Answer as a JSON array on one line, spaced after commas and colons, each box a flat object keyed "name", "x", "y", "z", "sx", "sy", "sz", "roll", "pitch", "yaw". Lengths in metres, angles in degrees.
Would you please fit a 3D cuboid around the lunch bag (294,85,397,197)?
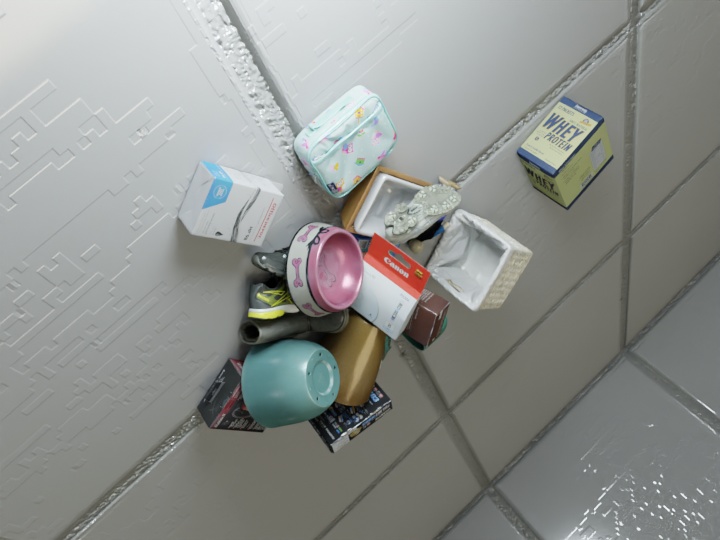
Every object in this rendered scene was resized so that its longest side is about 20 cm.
[{"name": "lunch bag", "x": -0.029, "y": -0.252, "z": 1.227, "sx": 0.200, "sy": 0.077, "sz": 0.161, "roll": -43, "pitch": 143, "yaw": -6}]

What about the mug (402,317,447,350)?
[{"name": "mug", "x": 0.154, "y": 0.117, "z": 1.694, "sx": 0.114, "sy": 0.184, "sz": 0.153, "roll": -39, "pitch": 118, "yaw": -13}]

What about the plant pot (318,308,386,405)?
[{"name": "plant pot", "x": -0.015, "y": 0.193, "z": 1.537, "sx": 0.184, "sy": 0.187, "sz": 0.202, "roll": 4, "pitch": 123, "yaw": -45}]

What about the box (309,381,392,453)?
[{"name": "box", "x": -0.050, "y": 0.337, "z": 1.627, "sx": 0.196, "sy": 0.200, "sz": 0.050, "roll": -31, "pitch": 142, "yaw": -20}]

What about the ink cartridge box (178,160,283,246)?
[{"name": "ink cartridge box", "x": -0.223, "y": -0.118, "z": 1.164, "sx": 0.198, "sy": 0.067, "sz": 0.117, "roll": 8, "pitch": 116, "yaw": -47}]

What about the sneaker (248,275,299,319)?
[{"name": "sneaker", "x": -0.164, "y": 0.049, "z": 1.364, "sx": 0.198, "sy": 0.073, "sz": 0.087, "roll": -18, "pitch": 108, "yaw": -51}]

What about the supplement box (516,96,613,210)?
[{"name": "supplement box", "x": 0.560, "y": -0.316, "z": 1.699, "sx": 0.201, "sy": 0.134, "sz": 0.199, "roll": -48, "pitch": 143, "yaw": 2}]

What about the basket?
[{"name": "basket", "x": 0.319, "y": -0.027, "z": 1.673, "sx": 0.159, "sy": 0.198, "sz": 0.203, "roll": 3, "pitch": 121, "yaw": -50}]

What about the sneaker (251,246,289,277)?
[{"name": "sneaker", "x": -0.150, "y": -0.026, "z": 1.330, "sx": 0.198, "sy": 0.075, "sz": 0.081, "roll": 11, "pitch": 98, "yaw": -52}]

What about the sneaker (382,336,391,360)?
[{"name": "sneaker", "x": 0.044, "y": 0.177, "z": 1.699, "sx": 0.091, "sy": 0.077, "sz": 0.202, "roll": -44, "pitch": 149, "yaw": -29}]

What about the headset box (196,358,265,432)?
[{"name": "headset box", "x": -0.276, "y": 0.297, "z": 1.472, "sx": 0.199, "sy": 0.075, "sz": 0.150, "roll": 22, "pitch": 106, "yaw": -51}]

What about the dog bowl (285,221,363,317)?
[{"name": "dog bowl", "x": -0.067, "y": -0.002, "z": 1.317, "sx": 0.198, "sy": 0.073, "sz": 0.205, "roll": 0, "pitch": 90, "yaw": -54}]

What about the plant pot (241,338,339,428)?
[{"name": "plant pot", "x": -0.143, "y": 0.248, "z": 1.408, "sx": 0.199, "sy": 0.158, "sz": 0.205, "roll": 22, "pitch": 63, "yaw": -52}]

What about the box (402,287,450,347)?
[{"name": "box", "x": 0.103, "y": 0.079, "z": 1.469, "sx": 0.075, "sy": 0.198, "sz": 0.102, "roll": -32, "pitch": 146, "yaw": -45}]

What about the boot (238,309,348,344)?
[{"name": "boot", "x": -0.148, "y": 0.117, "z": 1.393, "sx": 0.197, "sy": 0.074, "sz": 0.180, "roll": 3, "pitch": 163, "yaw": -43}]

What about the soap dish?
[{"name": "soap dish", "x": 0.057, "y": -0.151, "z": 1.398, "sx": 0.198, "sy": 0.081, "sz": 0.159, "roll": 8, "pitch": 116, "yaw": -47}]

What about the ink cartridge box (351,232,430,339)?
[{"name": "ink cartridge box", "x": 0.054, "y": 0.038, "z": 1.393, "sx": 0.047, "sy": 0.159, "sz": 0.202, "roll": -39, "pitch": 159, "yaw": -42}]

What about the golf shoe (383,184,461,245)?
[{"name": "golf shoe", "x": 0.133, "y": -0.122, "z": 1.391, "sx": 0.197, "sy": 0.079, "sz": 0.098, "roll": -26, "pitch": 156, "yaw": -19}]

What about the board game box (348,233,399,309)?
[{"name": "board game box", "x": 0.000, "y": 0.000, "z": 1.505, "sx": 0.150, "sy": 0.045, "sz": 0.203, "roll": 0, "pitch": 123, "yaw": -45}]

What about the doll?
[{"name": "doll", "x": 0.182, "y": -0.130, "z": 1.565, "sx": 0.135, "sy": 0.048, "sz": 0.203, "roll": 10, "pitch": 115, "yaw": -47}]
